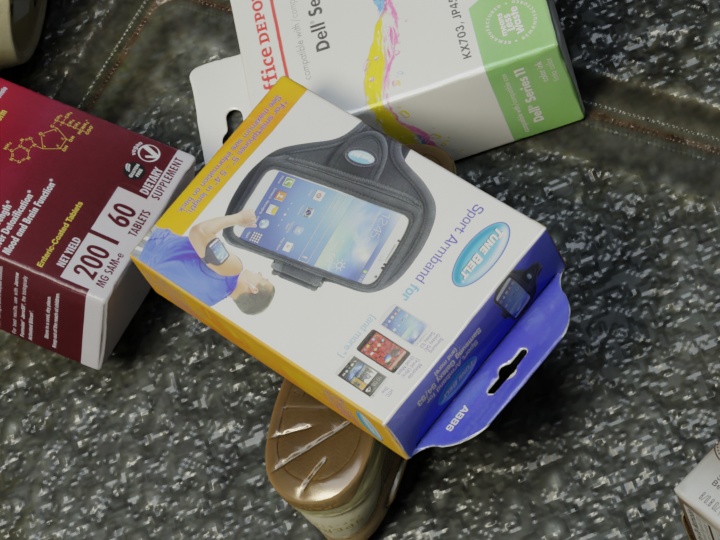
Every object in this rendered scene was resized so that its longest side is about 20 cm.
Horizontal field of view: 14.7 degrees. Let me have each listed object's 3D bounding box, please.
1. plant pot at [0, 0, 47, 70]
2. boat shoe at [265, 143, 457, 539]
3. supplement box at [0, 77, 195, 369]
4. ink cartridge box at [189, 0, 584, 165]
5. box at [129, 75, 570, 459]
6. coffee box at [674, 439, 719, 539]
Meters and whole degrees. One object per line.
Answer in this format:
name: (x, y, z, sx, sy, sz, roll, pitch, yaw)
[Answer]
plant pot: (-0.275, -0.166, 1.509, 0.199, 0.188, 0.188, 6, 60, 7)
boat shoe: (0.005, 0.033, 1.337, 0.071, 0.065, 0.201, 6, 62, 26)
supplement box: (-0.195, -0.041, 1.408, 0.199, 0.061, 0.109, 22, 52, 9)
ink cartridge box: (0.002, -0.109, 1.426, 0.199, 0.067, 0.118, -18, 55, 8)
box: (0.000, 0.000, 1.295, 0.200, 0.042, 0.119, 31, 75, 36)
coffee box: (0.246, 0.126, 1.183, 0.114, 0.080, 0.200, -44, 55, -11)
